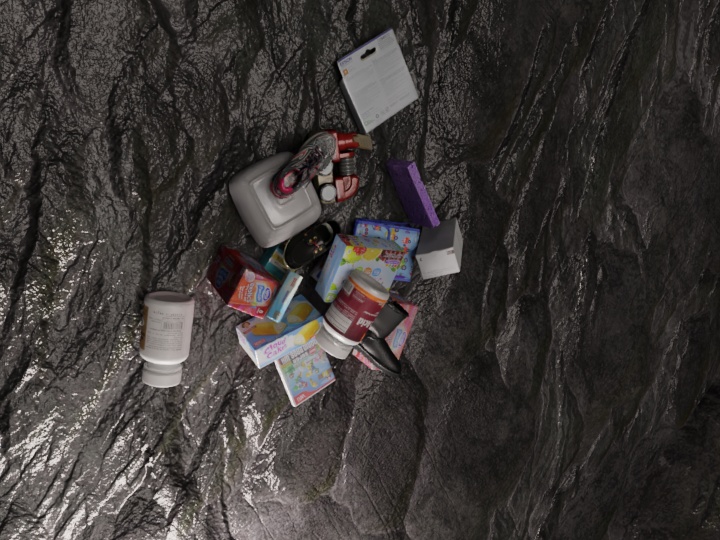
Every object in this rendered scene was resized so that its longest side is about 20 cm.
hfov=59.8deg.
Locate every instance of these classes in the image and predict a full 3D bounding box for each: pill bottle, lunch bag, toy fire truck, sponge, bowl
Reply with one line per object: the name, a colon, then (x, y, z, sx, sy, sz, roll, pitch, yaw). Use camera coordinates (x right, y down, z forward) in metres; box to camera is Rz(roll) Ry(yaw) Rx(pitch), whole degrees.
pill bottle: (-0.024, 0.112, 1.568, 0.113, 0.114, 0.202, 25, 104, -34)
lunch bag: (0.050, -0.061, 1.751, 0.196, 0.094, 0.153, 5, 103, -21)
toy fire truck: (-0.039, -0.281, 1.620, 0.197, 0.129, 0.179, -13, 110, -18)
pill bottle: (-0.453, 0.159, 1.456, 0.113, 0.114, 0.204, 3, 100, -33)
sponge: (0.144, -0.213, 1.745, 0.030, 0.111, 0.202, -38, 120, -20)
bowl: (-0.199, -0.179, 1.526, 0.198, 0.074, 0.202, -31, 99, -21)

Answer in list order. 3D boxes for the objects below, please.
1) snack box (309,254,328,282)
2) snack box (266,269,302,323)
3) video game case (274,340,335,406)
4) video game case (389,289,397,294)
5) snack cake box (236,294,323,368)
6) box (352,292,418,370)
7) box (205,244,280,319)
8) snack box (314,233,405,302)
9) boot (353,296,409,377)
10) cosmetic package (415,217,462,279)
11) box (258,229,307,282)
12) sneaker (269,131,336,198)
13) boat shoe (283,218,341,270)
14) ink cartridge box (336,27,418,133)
snack box: (-0.052, 0.041, 1.736, 0.200, 0.024, 0.072, 42, 82, -34)
snack box: (-0.183, 0.057, 1.496, 0.037, 0.200, 0.118, 28, 87, -8)
video game case: (-0.158, 0.254, 1.719, 0.142, 0.017, 0.203, -30, 117, -24)
video game case: (0.008, 0.106, 1.766, 0.198, 0.017, 0.145, 16, 99, -42)
snack cake box: (-0.204, 0.153, 1.607, 0.198, 0.115, 0.068, -26, 134, -25)
box: (0.070, 0.169, 1.764, 0.094, 0.102, 0.203, 12, 102, -41)
box: (-0.280, 0.023, 1.477, 0.099, 0.200, 0.097, 26, 95, -34)
snack box: (0.000, 0.000, 1.637, 0.197, 0.068, 0.171, 6, 119, -37)
boot: (0.067, 0.165, 1.655, 0.197, 0.073, 0.163, 37, 103, -4)
cosmetic package: (0.226, -0.065, 1.772, 0.201, 0.111, 0.082, -68, 141, -57)
box: (-0.202, -0.028, 1.608, 0.082, 0.049, 0.202, 37, 82, -34)
sneaker: (-0.125, -0.245, 1.473, 0.081, 0.074, 0.201, 44, 78, -16)
boat shoe: (-0.120, -0.070, 1.560, 0.201, 0.062, 0.074, -43, 109, -47)
ink cartridge box: (0.041, -0.498, 1.647, 0.198, 0.040, 0.202, -36, 119, -20)
